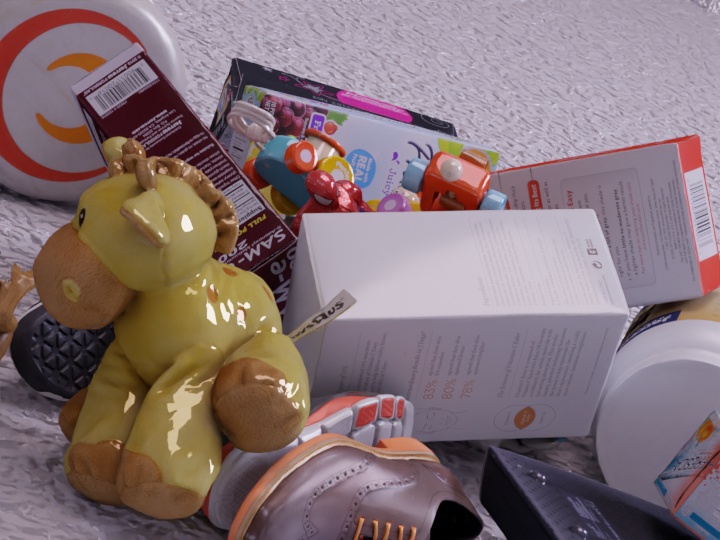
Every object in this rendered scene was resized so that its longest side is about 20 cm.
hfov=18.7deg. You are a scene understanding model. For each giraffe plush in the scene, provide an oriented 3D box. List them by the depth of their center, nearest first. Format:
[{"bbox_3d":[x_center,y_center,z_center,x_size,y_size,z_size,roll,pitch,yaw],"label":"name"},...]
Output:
[{"bbox_3d":[-0.113,0.016,1.240,0.200,0.162,0.172,-46,31,-25],"label":"giraffe plush"}]

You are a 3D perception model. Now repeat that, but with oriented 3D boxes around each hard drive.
[{"bbox_3d":[0.171,0.179,1.347,0.200,0.042,0.135,22,16,-28],"label":"hard drive"}]

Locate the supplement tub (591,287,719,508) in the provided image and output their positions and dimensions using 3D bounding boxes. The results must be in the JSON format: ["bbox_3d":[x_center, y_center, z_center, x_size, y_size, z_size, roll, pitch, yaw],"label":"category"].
[{"bbox_3d":[0.241,0.093,1.538,0.144,0.145,0.200,23,18,9],"label":"supplement tub"}]

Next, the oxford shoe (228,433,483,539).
[{"bbox_3d":[0.003,0.141,1.280,0.073,0.071,0.200,37,24,29],"label":"oxford shoe"}]

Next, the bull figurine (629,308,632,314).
[{"bbox_3d":[0.142,0.019,1.774,0.121,0.065,0.200,17,21,-21],"label":"bull figurine"}]

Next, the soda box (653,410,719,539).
[{"bbox_3d":[0.280,0.176,1.368,0.200,0.064,0.068,38,9,-10],"label":"soda box"}]

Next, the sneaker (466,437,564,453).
[{"bbox_3d":[0.121,0.092,1.557,0.087,0.075,0.200,37,32,26],"label":"sneaker"}]

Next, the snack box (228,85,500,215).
[{"bbox_3d":[-0.007,-0.050,1.680,0.199,0.143,0.053,13,7,-21],"label":"snack box"}]

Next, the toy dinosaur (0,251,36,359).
[{"bbox_3d":[-0.228,0.045,1.292,0.060,0.107,0.200,19,11,-6],"label":"toy dinosaur"}]

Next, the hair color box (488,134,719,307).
[{"bbox_3d":[0.150,-0.025,1.566,0.199,0.111,0.064,-9,4,25],"label":"hair color box"}]

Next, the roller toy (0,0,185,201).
[{"bbox_3d":[-0.233,-0.158,1.697,0.199,0.183,0.140,12,19,-23],"label":"roller toy"}]

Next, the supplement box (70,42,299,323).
[{"bbox_3d":[-0.113,-0.049,1.500,0.200,0.061,0.109,51,-11,25],"label":"supplement box"}]

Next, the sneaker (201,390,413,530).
[{"bbox_3d":[-0.045,0.101,1.340,0.082,0.077,0.200,25,17,34],"label":"sneaker"}]

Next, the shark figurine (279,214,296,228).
[{"bbox_3d":[-0.006,-0.018,1.605,0.214,0.128,0.090,23,-25,-8],"label":"shark figurine"}]

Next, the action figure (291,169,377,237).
[{"bbox_3d":[0.000,0.000,1.498,0.052,0.065,0.200,36,-19,41],"label":"action figure"}]

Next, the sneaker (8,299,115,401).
[{"bbox_3d":[-0.177,0.040,1.420,0.083,0.072,0.200,-4,8,29],"label":"sneaker"}]

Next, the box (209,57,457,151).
[{"bbox_3d":[-0.027,-0.077,1.791,0.199,0.115,0.132,16,20,-9],"label":"box"}]

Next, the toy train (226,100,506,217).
[{"bbox_3d":[0.011,-0.070,1.502,0.199,0.150,0.056,22,62,14],"label":"toy train"}]

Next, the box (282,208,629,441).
[{"bbox_3d":[0.057,0.037,1.429,0.199,0.125,0.098,-1,47,-13],"label":"box"}]
